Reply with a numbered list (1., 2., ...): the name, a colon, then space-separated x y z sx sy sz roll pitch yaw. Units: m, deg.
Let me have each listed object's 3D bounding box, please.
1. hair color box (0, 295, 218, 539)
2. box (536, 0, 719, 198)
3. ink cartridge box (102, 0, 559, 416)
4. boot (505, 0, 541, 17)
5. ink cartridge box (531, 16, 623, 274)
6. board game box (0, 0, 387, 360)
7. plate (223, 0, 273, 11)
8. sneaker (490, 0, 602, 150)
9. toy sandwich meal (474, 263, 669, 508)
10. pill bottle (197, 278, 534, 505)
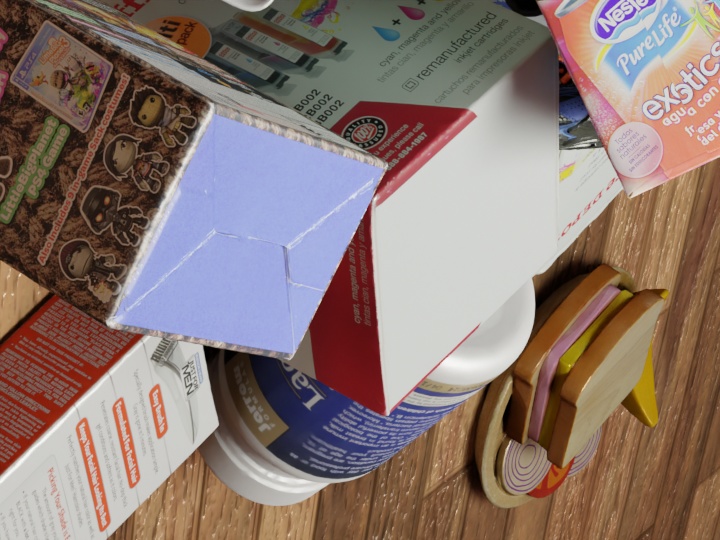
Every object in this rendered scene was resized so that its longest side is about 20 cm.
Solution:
1. hair color box: -0.161 0.095 1.429 0.200 0.064 0.111 -44 148 -28
2. box: 0.148 -0.110 1.340 0.094 0.103 0.200 -25 -175 10
3. ink cartridge box: -0.025 -0.060 1.368 0.145 0.199 0.145 -43 146 -32
4. boot: 0.112 -0.221 1.518 0.131 0.070 0.201 14 59 -53
5. ink cartridge box: 0.123 -0.113 1.674 0.146 0.083 0.200 -44 160 -31
6. board game box: -0.118 -0.056 1.201 0.097 0.199 0.159 -63 153 6
7. plate: -0.078 -0.234 1.146 0.200 0.199 0.032 -61 -167 10
8. sneaker: 0.068 -0.108 1.519 0.075 0.200 0.079 -7 108 -36
9. toy sandwich meal: 0.153 0.084 1.970 0.205 0.070 0.206 -42 148 -34
10. pill bottle: -0.005 0.044 1.521 0.116 0.116 0.200 -34 175 -42
